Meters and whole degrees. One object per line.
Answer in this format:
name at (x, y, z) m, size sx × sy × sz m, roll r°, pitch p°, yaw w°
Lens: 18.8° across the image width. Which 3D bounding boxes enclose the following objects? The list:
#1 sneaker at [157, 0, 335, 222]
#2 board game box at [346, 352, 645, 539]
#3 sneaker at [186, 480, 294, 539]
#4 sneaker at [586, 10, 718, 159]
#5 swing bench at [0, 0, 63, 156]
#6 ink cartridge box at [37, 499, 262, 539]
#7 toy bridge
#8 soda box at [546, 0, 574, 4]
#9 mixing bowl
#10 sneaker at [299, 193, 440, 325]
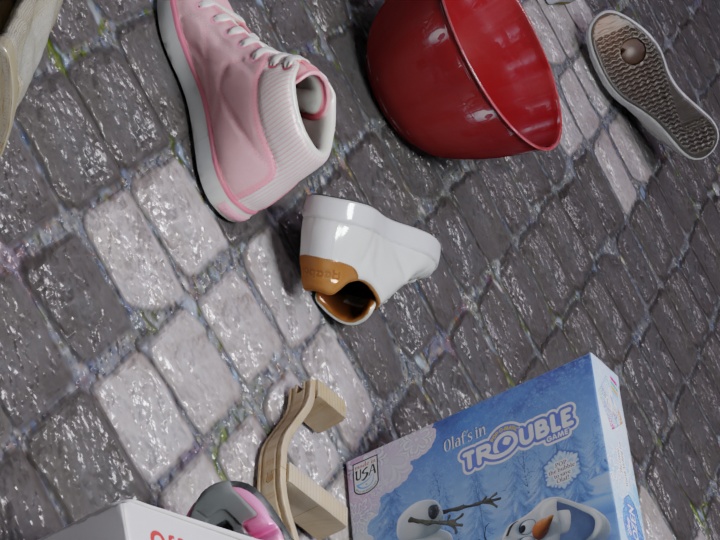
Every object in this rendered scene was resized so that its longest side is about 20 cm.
sneaker at (-0.073, -0.141, 1.515) m, size 0.075 × 0.104 × 0.201 m, roll 23°, pitch 46°, yaw -53°
board game box at (0.087, 0.179, 1.410) m, size 0.043 × 0.200 × 0.199 m, roll 40°, pitch 34°, yaw -41°
sneaker at (-0.044, 0.207, 1.281) m, size 0.201 × 0.079 × 0.095 m, roll 67°, pitch 19°, yaw -13°
sneaker at (0.309, -0.204, 2.404) m, size 0.200 × 0.073 × 0.085 m, roll 50°, pitch -4°, yaw -16°
swing bench at (-0.236, -0.151, 1.128) m, size 0.200 × 0.130 × 0.199 m, roll 53°, pitch 16°, yaw -22°
ink cartridge box at (-0.095, 0.236, 1.124) m, size 0.146 × 0.084 × 0.201 m, roll 30°, pitch 41°, yaw -53°
toy bridge at (-0.038, 0.148, 1.397) m, size 0.067 × 0.027 × 0.200 m, roll 43°, pitch 32°, yaw -35°
soda box at (0.199, -0.390, 2.358) m, size 0.200 × 0.064 × 0.068 m, roll 65°, pitch 25°, yaw 3°
mixing bowl at (0.074, -0.171, 1.835) m, size 0.200 × 0.108 × 0.201 m, roll 47°, pitch 29°, yaw -36°
sneaker at (0.000, 0.000, 1.596) m, size 0.200 × 0.073 × 0.085 m, roll 19°, pitch 80°, yaw -66°
